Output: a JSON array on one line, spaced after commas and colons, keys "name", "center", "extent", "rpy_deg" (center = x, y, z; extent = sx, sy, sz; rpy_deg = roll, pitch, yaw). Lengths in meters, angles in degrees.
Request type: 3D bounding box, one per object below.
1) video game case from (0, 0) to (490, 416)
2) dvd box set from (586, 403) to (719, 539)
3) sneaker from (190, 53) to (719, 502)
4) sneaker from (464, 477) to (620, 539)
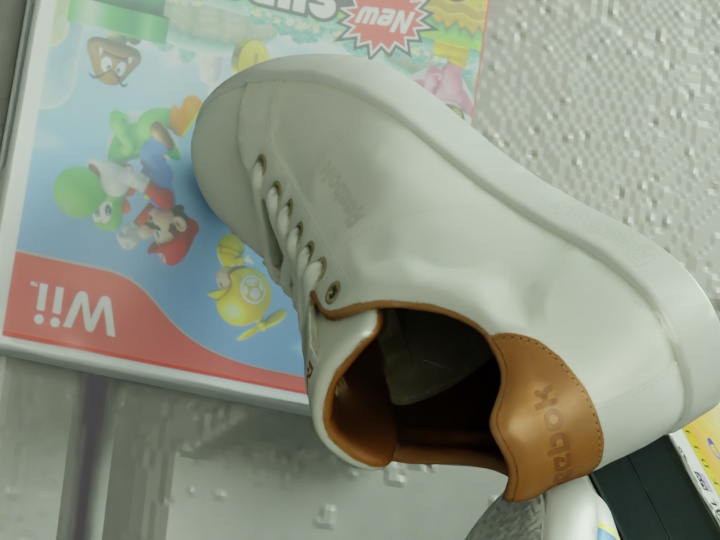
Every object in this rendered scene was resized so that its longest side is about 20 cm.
[{"name": "video game case", "center": [-0.032, -0.062, 0.874], "extent": [0.142, 0.017, 0.201], "rpy_deg": [12, 79, -18]}, {"name": "dvd box set", "center": [0.143, 0.105, 0.817], "extent": [0.200, 0.029, 0.147], "rpy_deg": [20, 38, -53]}, {"name": "sneaker", "center": [0.000, 0.000, 0.768], "extent": [0.084, 0.200, 0.073], "rpy_deg": [-30, 126, -26]}, {"name": "sneaker", "center": [0.066, 0.156, 0.737], "extent": [0.104, 0.076, 0.201], "rpy_deg": [11, 79, -24]}]
